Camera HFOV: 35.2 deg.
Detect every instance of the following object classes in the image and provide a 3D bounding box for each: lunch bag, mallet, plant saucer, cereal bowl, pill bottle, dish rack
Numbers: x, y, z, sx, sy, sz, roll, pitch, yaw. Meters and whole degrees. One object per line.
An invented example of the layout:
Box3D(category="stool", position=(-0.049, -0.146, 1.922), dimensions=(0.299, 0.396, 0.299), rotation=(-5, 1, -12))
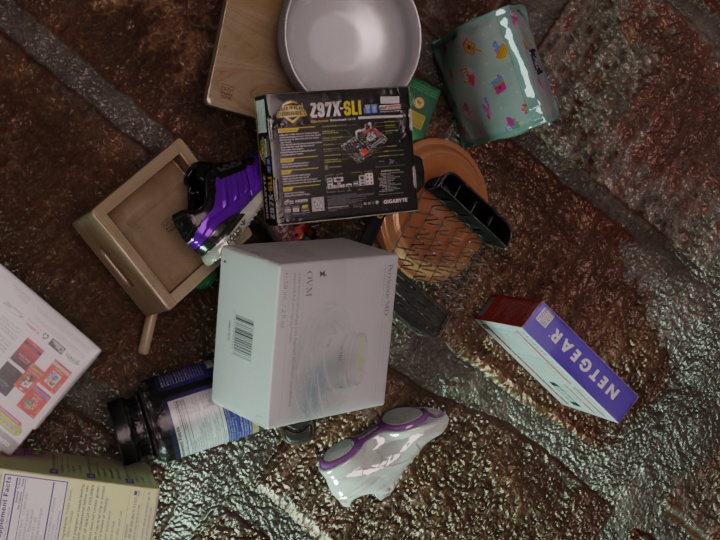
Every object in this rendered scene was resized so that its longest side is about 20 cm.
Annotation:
Box3D(category="lunch bag", position=(0.192, -0.268, 1.561), dimensions=(0.120, 0.200, 0.173), rotation=(-20, 96, -14))
Box3D(category="mallet", position=(0.000, 0.000, 1.530), dimensions=(0.065, 0.041, 0.201), rotation=(29, 110, -12))
Box3D(category="plant saucer", position=(0.106, -0.085, 1.595), dimensions=(0.198, 0.032, 0.204), rotation=(-3, 95, -36))
Box3D(category="cereal bowl", position=(-0.023, -0.303, 1.487), dimensions=(0.197, 0.083, 0.204), rotation=(-1, 93, -25))
Box3D(category="pill bottle", position=(-0.228, 0.185, 1.496), dimensions=(0.197, 0.112, 0.114), rotation=(-16, 95, -14))
Box3D(category="dish rack", position=(0.110, -0.014, 1.551), dimensions=(0.153, 0.054, 0.202), rotation=(38, 73, -30))

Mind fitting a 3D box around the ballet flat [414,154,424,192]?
Box3D(category="ballet flat", position=(-0.002, -0.165, 1.512), dimensions=(0.198, 0.068, 0.069), rotation=(27, 61, -12))

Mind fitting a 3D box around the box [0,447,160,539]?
Box3D(category="box", position=(-0.363, 0.294, 1.426), dimensions=(0.197, 0.176, 0.098), rotation=(11, 88, -16))

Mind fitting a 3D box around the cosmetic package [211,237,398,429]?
Box3D(category="cosmetic package", position=(-0.067, 0.072, 1.419), dimensions=(0.198, 0.122, 0.203), rotation=(-6, 106, -43))

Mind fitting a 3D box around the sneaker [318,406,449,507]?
Box3D(category="sneaker", position=(0.039, 0.261, 1.604), dimensions=(0.198, 0.075, 0.101), rotation=(-26, 111, -10))

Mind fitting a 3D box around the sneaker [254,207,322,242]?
Box3D(category="sneaker", position=(-0.107, -0.071, 1.539), dimensions=(0.096, 0.071, 0.204), rotation=(-6, 92, 15))

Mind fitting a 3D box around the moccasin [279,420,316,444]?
Box3D(category="moccasin", position=(-0.093, 0.134, 1.559), dimensions=(0.072, 0.078, 0.205), rotation=(-13, 98, 0))

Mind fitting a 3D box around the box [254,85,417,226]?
Box3D(category="box", position=(-0.028, -0.145, 1.424), dimensions=(0.197, 0.049, 0.162), rotation=(-8, 94, -23))

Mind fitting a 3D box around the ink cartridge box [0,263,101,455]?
Box3D(category="ink cartridge box", position=(-0.463, 0.104, 1.438), dimensions=(0.200, 0.084, 0.176), rotation=(43, 76, -12))

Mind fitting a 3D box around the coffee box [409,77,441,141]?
Box3D(category="coffee box", position=(0.023, -0.184, 1.595), dimensions=(0.122, 0.044, 0.203), rotation=(21, 85, -17))

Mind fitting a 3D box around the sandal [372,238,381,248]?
Box3D(category="sandal", position=(0.000, 0.001, 1.578), dimensions=(0.209, 0.070, 0.079), rotation=(-15, 95, -15))

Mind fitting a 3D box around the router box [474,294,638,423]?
Box3D(category="router box", position=(0.274, 0.122, 1.602), dimensions=(0.200, 0.179, 0.049), rotation=(44, 81, -13))

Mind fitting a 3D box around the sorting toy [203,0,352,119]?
Box3D(category="sorting toy", position=(-0.105, -0.295, 1.534), dimensions=(0.197, 0.069, 0.202), rotation=(13, 87, -24))

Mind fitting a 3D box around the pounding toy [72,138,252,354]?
Box3D(category="pounding toy", position=(-0.262, -0.026, 1.486), dimensions=(0.184, 0.142, 0.201), rotation=(-44, 104, -25))

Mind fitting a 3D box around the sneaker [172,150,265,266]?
Box3D(category="sneaker", position=(-0.166, -0.111, 1.428), dimensions=(0.099, 0.069, 0.201), rotation=(42, 59, -16))
